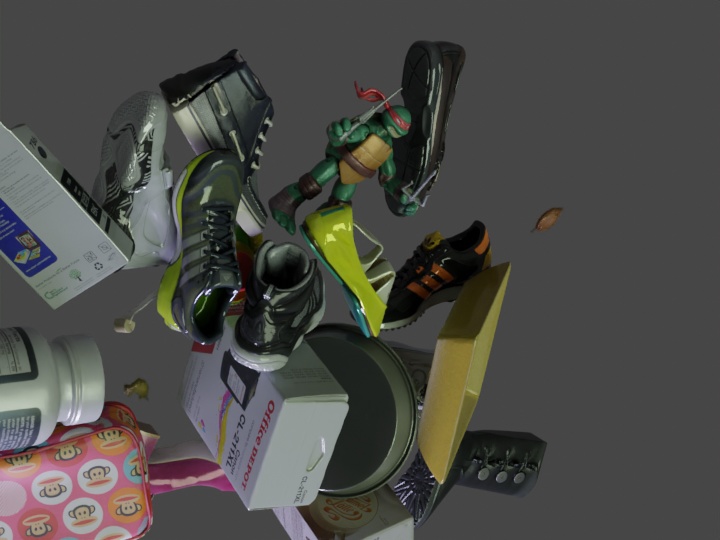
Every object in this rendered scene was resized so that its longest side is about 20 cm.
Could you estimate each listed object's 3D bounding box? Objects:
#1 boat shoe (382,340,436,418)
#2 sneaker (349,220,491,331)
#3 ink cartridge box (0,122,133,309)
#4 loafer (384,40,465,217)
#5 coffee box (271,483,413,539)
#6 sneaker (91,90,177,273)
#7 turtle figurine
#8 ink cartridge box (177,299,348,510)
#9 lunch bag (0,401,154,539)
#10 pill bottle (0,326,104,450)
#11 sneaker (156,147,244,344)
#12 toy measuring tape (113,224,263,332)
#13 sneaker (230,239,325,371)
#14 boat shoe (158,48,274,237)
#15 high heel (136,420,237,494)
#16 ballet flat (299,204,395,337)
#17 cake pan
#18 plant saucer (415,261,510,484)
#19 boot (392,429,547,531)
[{"bbox_3d":[0.063,0.143,1.634,0.200,0.086,0.075,9,115,-38],"label":"boat shoe"},{"bbox_3d":[0.070,-0.001,1.557,0.198,0.070,0.091,-20,124,-27],"label":"sneaker"},{"bbox_3d":[-0.311,-0.062,1.235,0.099,0.039,0.200,-29,122,16],"label":"ink cartridge box"},{"bbox_3d":[0.075,-0.153,1.452,0.062,0.072,0.202,-10,122,-33],"label":"loafer"},{"bbox_3d":[-0.033,0.276,1.583,0.113,0.200,0.080,-19,131,-21],"label":"coffee box"},{"bbox_3d":[-0.198,-0.084,1.313,0.114,0.075,0.202,0,125,-34],"label":"sneaker"},{"bbox_3d":[0.001,-0.111,1.409,0.149,0.101,0.200,36,113,-29],"label":"turtle figurine"},{"bbox_3d":[-0.109,0.138,1.435,0.082,0.200,0.147,2,120,-34],"label":"ink cartridge box"},{"bbox_3d":[-0.321,0.240,1.414,0.198,0.082,0.178,-10,115,-10],"label":"lunch bag"},{"bbox_3d":[-0.361,0.118,1.310,0.198,0.120,0.121,-5,123,-31],"label":"pill bottle"},{"bbox_3d":[-0.141,-0.020,1.286,0.073,0.081,0.202,-6,118,-35],"label":"sneaker"},{"bbox_3d":[-0.167,0.023,1.384,0.200,0.073,0.074,-43,139,-33],"label":"toy measuring tape"},{"bbox_3d":[-0.072,0.013,1.391,0.075,0.200,0.115,21,121,5],"label":"sneaker"},{"bbox_3d":[-0.117,-0.126,1.333,0.092,0.075,0.201,-30,132,-2],"label":"boat shoe"},{"bbox_3d":[-0.208,0.245,1.530,0.199,0.067,0.097,24,96,-37],"label":"high heel"},{"bbox_3d":[0.000,0.000,1.425,0.067,0.067,0.201,-31,137,-1],"label":"ballet flat"},{"bbox_3d":[-0.033,0.162,1.512,0.201,0.200,0.037,-57,164,13],"label":"cake pan"},{"bbox_3d":[0.114,0.109,1.526,0.200,0.048,0.202,-55,158,-60],"label":"plant saucer"},{"bbox_3d":[0.149,0.289,1.816,0.199,0.066,0.166,9,117,-42],"label":"boot"}]
